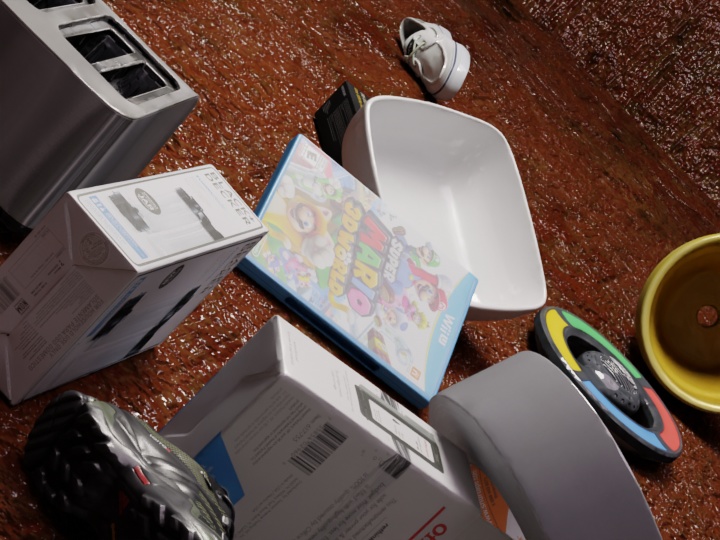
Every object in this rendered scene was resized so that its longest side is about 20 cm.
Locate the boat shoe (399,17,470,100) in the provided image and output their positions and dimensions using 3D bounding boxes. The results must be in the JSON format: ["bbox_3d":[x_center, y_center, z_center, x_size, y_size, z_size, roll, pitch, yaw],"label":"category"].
[{"bbox_3d":[0.083,-0.267,2.244,0.067,0.074,0.200,23,14,-16],"label":"boat shoe"}]

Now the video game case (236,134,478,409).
[{"bbox_3d":[0.000,0.000,1.434,0.200,0.018,0.143,39,47,-17],"label":"video game case"}]

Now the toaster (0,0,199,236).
[{"bbox_3d":[-0.224,-0.127,1.169,0.181,0.119,0.200,44,18,2],"label":"toaster"}]

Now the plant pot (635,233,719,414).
[{"bbox_3d":[0.409,0.058,2.050,0.201,0.201,0.189,45,2,1],"label":"plant pot"}]

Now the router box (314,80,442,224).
[{"bbox_3d":[0.040,-0.083,1.748,0.157,0.052,0.200,35,20,-28],"label":"router box"}]

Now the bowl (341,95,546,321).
[{"bbox_3d":[0.063,-0.045,1.590,0.200,0.075,0.200,10,59,-45],"label":"bowl"}]

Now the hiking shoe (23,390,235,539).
[{"bbox_3d":[-0.090,0.142,0.937,0.101,0.076,0.200,12,36,-54],"label":"hiking shoe"}]

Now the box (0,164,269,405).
[{"bbox_3d":[-0.143,0.003,1.063,0.060,0.117,0.200,47,17,6],"label":"box"}]

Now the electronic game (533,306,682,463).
[{"bbox_3d":[0.248,0.113,1.791,0.200,0.042,0.200,39,18,-16],"label":"electronic game"}]

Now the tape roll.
[{"bbox_3d":[0.117,0.153,1.115,0.200,0.066,0.200,59,-14,25],"label":"tape roll"}]

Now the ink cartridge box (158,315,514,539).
[{"bbox_3d":[-0.012,0.133,1.065,0.200,0.116,0.068,38,19,-24],"label":"ink cartridge box"}]
